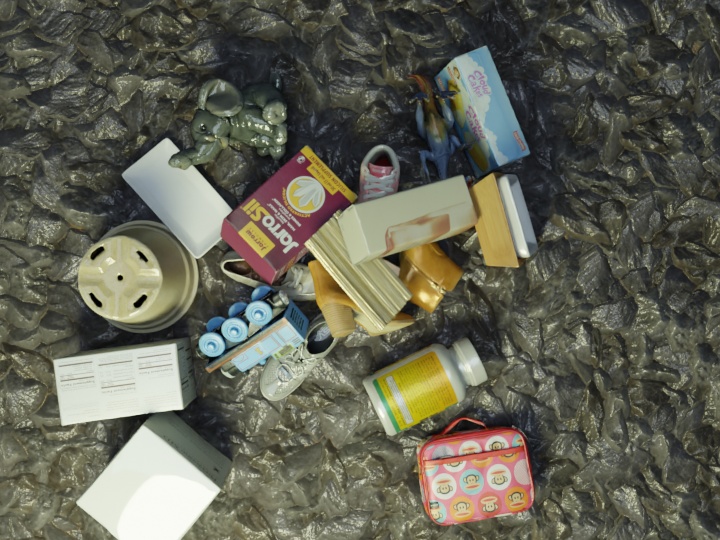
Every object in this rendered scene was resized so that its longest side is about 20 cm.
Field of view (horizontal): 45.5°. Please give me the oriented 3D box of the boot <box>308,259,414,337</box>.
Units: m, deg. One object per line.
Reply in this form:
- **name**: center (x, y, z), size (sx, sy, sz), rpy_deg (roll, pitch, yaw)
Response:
- **boot**: center (0.005, 0.037, 1.486), size (0.201, 0.071, 0.145), rpy_deg (0, 68, -44)

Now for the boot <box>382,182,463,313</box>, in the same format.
- **boot**: center (0.124, -0.038, 1.526), size (0.144, 0.071, 0.202), rpy_deg (29, 96, -3)

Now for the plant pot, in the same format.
- **plant pot**: center (-0.384, 0.011, 1.443), size (0.199, 0.183, 0.202), rpy_deg (0, 90, -3)

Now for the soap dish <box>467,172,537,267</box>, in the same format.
- **soap dish**: center (0.243, -0.086, 1.474), size (0.081, 0.200, 0.158), rpy_deg (-16, 91, 16)

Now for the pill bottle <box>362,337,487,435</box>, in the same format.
- **pill bottle**: center (0.115, 0.197, 1.502), size (0.199, 0.113, 0.113), rpy_deg (-26, 91, -3)

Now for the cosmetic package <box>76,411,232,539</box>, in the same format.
- **cosmetic package**: center (-0.336, 0.353, 1.437), size (0.167, 0.200, 0.166), rpy_deg (41, 88, -3)

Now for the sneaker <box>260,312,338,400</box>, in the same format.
- **sneaker**: center (-0.105, 0.145, 1.506), size (0.075, 0.082, 0.200), rpy_deg (40, 88, -2)

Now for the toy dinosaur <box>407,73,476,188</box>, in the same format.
- **toy dinosaur**: center (0.152, -0.232, 1.525), size (0.104, 0.200, 0.182), rpy_deg (-9, 129, 7)

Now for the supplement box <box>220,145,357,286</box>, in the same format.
- **supplement box**: center (-0.124, -0.094, 1.467), size (0.131, 0.103, 0.200), rpy_deg (45, 71, 1)

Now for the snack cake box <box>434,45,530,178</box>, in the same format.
- **snack cake box**: center (0.211, -0.273, 1.501), size (0.067, 0.115, 0.201), rpy_deg (-23, 90, -12)

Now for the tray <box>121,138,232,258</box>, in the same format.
- **tray**: center (-0.316, -0.126, 1.520), size (0.107, 0.022, 0.200), rpy_deg (-42, 92, -14)

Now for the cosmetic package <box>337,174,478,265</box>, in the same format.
- **cosmetic package**: center (0.076, -0.081, 1.399), size (0.199, 0.103, 0.088), rpy_deg (-16, 86, -18)

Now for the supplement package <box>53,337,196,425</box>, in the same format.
- **supplement package**: center (-0.392, 0.184, 1.456), size (0.199, 0.156, 0.112), rpy_deg (-7, 89, -3)

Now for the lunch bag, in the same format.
- **lunch bag**: center (0.201, 0.349, 1.526), size (0.199, 0.082, 0.177), rpy_deg (-9, 87, -4)

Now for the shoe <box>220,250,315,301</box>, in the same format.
- **shoe**: center (-0.152, 0.011, 1.518), size (0.199, 0.053, 0.070), rpy_deg (13, 90, -3)

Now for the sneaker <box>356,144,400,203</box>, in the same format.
- **sneaker**: center (0.025, -0.123, 1.474), size (0.075, 0.105, 0.201), rpy_deg (9, 70, 7)

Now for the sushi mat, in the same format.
- **sushi mat**: center (0.000, 0.000, 1.426), size (0.200, 0.012, 0.096), rpy_deg (49, 58, -12)

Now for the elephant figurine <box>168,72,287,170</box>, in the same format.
- **elephant figurine**: center (-0.229, -0.258, 1.470), size (0.199, 0.155, 0.142), rpy_deg (-2, 112, -11)

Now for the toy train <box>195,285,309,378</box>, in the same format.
- **toy train**: center (-0.188, 0.113, 1.481), size (0.200, 0.087, 0.114), rpy_deg (-33, 108, 18)
